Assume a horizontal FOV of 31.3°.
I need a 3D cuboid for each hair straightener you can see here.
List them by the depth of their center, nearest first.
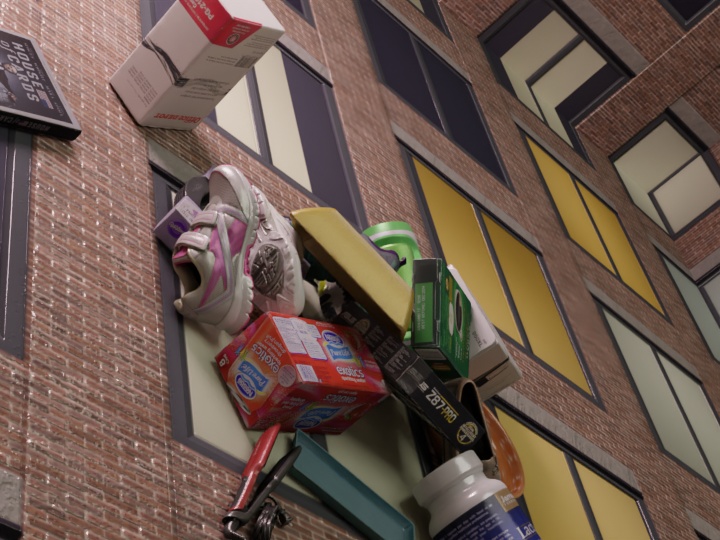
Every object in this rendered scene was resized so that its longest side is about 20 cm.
[{"bbox_3d":[-0.093,0.239,1.341,0.077,0.041,0.200,46,22,-11],"label":"hair straightener"}]

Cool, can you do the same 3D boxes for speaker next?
[{"bbox_3d":[0.054,0.036,1.833,0.088,0.088,0.202,17,57,-54],"label":"speaker"}]

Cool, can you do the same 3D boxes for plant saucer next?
[{"bbox_3d":[-0.010,0.266,1.494,0.200,0.019,0.070,43,23,-21],"label":"plant saucer"},{"bbox_3d":[0.000,0.000,1.605,0.200,0.048,0.200,47,-5,5],"label":"plant saucer"},{"bbox_3d":[0.156,0.245,1.827,0.200,0.037,0.201,40,24,-22],"label":"plant saucer"}]

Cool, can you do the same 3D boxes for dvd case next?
[{"bbox_3d":[-0.421,-0.227,1.472,0.199,0.025,0.151,8,47,-59],"label":"dvd case"}]

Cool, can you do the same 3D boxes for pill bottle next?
[{"bbox_3d":[0.154,0.330,1.580,0.201,0.116,0.115,56,22,15],"label":"pill bottle"}]

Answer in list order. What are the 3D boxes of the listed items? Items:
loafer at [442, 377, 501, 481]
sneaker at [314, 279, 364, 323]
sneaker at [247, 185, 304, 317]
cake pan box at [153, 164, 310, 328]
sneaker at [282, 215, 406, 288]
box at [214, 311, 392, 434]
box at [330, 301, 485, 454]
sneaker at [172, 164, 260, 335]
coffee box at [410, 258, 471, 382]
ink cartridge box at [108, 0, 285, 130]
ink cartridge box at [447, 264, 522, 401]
[{"bbox_3d":[0.146,0.241,1.701,0.071,0.063,0.202,-9,78,-24],"label":"loafer"},{"bbox_3d":[-0.024,0.028,1.807,0.201,0.077,0.080,-93,159,-51],"label":"sneaker"},{"bbox_3d":[-0.096,-0.015,1.571,0.099,0.078,0.201,31,29,-46],"label":"sneaker"},{"bbox_3d":[-0.161,-0.029,1.630,0.200,0.052,0.184,47,20,-9],"label":"cake pan box"},{"bbox_3d":[-0.038,-0.028,1.753,0.199,0.075,0.088,27,34,16],"label":"sneaker"},{"bbox_3d":[-0.064,0.124,1.509,0.199,0.095,0.100,14,42,-57],"label":"box"},{"bbox_3d":[0.058,0.137,1.657,0.161,0.049,0.200,47,-6,-31],"label":"box"},{"bbox_3d":[-0.172,-0.030,1.491,0.087,0.081,0.202,9,71,-28],"label":"sneaker"},{"bbox_3d":[0.110,0.072,1.734,0.200,0.044,0.124,47,43,-67],"label":"coffee box"},{"bbox_3d":[-0.220,-0.288,1.730,0.085,0.200,0.144,52,22,14],"label":"ink cartridge box"},{"bbox_3d":[0.159,0.098,1.930,0.145,0.084,0.200,60,5,26],"label":"ink cartridge box"}]
